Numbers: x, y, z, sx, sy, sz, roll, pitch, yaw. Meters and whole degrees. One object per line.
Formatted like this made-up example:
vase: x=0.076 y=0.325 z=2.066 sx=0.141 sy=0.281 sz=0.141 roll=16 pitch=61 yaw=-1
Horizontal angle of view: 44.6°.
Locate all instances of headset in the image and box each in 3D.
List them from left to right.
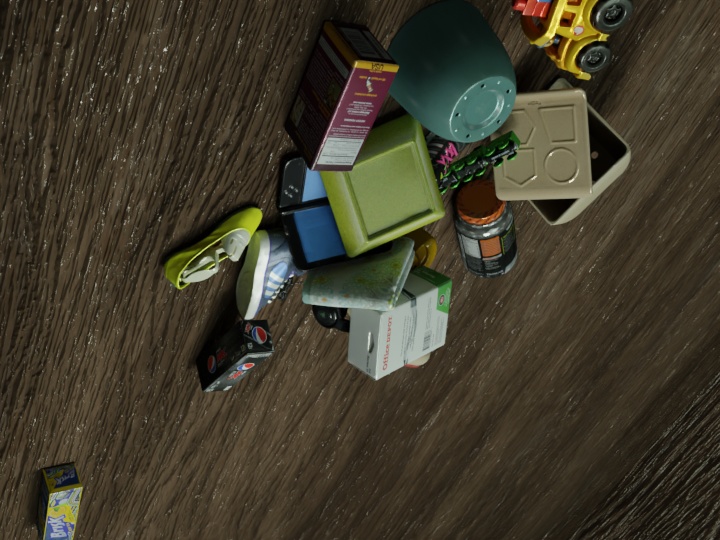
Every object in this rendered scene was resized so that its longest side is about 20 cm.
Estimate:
headset: x=-0.059 y=0.063 z=1.693 sx=0.197 sy=0.124 sz=0.095 roll=24 pitch=128 yaw=-6

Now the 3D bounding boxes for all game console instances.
game console: x=-0.035 y=-0.116 z=1.535 sx=0.197 sy=0.119 sz=0.174 roll=-14 pitch=141 yaw=-25

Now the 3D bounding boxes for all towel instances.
towel: x=0.000 y=0.000 z=1.594 sx=0.168 sy=0.201 sz=0.049 roll=1 pitch=124 yaw=18

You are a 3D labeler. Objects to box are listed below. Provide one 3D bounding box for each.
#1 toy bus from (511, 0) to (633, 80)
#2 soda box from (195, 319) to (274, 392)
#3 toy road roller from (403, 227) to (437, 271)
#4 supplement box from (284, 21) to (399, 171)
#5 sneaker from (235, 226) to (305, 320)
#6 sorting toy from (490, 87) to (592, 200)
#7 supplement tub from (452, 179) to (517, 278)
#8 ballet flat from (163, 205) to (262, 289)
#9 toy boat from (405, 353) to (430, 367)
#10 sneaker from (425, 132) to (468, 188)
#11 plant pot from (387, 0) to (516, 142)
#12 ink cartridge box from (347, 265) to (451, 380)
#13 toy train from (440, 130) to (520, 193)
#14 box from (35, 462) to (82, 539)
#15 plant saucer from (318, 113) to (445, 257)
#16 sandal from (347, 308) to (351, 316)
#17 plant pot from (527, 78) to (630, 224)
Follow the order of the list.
toy bus: x=0.330 y=-0.429 z=1.458 sx=0.189 sy=0.137 sz=0.202 roll=-3 pitch=139 yaw=-16
soda box: x=-0.244 y=0.166 z=1.694 sx=0.063 sy=0.072 sz=0.200 roll=2 pitch=152 yaw=-38
toy road roller: x=0.088 y=-0.008 z=1.759 sx=0.146 sy=0.123 sz=0.201 roll=-41 pitch=144 yaw=-7
supplement box: x=-0.033 y=-0.267 z=1.368 sx=0.085 sy=0.111 sz=0.201 roll=-3 pitch=135 yaw=-35
sneaker: x=-0.143 y=0.007 z=1.626 sx=0.144 sy=0.081 sz=0.202 roll=-3 pitch=129 yaw=-29
sorting toy: x=0.328 y=-0.228 z=1.602 sx=0.036 sy=0.182 sz=0.203 roll=-39 pitch=124 yaw=-54
supplement tub: x=0.254 y=-0.085 z=1.791 sx=0.121 sy=0.123 sz=0.201 roll=-28 pitch=144 yaw=-6
ballet flat: x=-0.246 y=-0.033 z=1.513 sx=0.198 sy=0.067 sz=0.067 roll=-32 pitch=144 yaw=-2
toy boat: x=0.068 y=0.149 z=1.943 sx=0.129 sy=0.133 sz=0.199 roll=-14 pitch=160 yaw=34
sneaker: x=0.138 y=-0.196 z=1.602 sx=0.199 sy=0.088 sz=0.074 roll=-35 pitch=144 yaw=1
plant pot: x=0.160 y=-0.307 z=1.428 sx=0.198 sy=0.162 sz=0.202 roll=-21 pitch=142 yaw=-17
ink cartridge box: x=0.073 y=0.095 z=1.643 sx=0.198 sy=0.082 sz=0.149 roll=-21 pitch=127 yaw=-41
toy train: x=0.210 y=-0.200 z=1.626 sx=0.198 sy=0.057 sz=0.042 roll=-23 pitch=120 yaw=38
box: x=-0.629 y=0.490 z=1.829 sx=0.069 sy=0.065 sz=0.202 roll=-6 pitch=137 yaw=-32
plant saucer: x=0.044 y=-0.141 z=1.514 sx=0.198 sy=0.048 sz=0.202 roll=-24 pitch=114 yaw=-10
sandal: x=-0.020 y=0.054 z=1.795 sx=0.080 sy=0.054 sz=0.200 roll=-36 pitch=138 yaw=3
plant pot: x=0.406 y=-0.215 z=1.713 sx=0.200 sy=0.201 sz=0.176 roll=-45 pitch=156 yaw=17
